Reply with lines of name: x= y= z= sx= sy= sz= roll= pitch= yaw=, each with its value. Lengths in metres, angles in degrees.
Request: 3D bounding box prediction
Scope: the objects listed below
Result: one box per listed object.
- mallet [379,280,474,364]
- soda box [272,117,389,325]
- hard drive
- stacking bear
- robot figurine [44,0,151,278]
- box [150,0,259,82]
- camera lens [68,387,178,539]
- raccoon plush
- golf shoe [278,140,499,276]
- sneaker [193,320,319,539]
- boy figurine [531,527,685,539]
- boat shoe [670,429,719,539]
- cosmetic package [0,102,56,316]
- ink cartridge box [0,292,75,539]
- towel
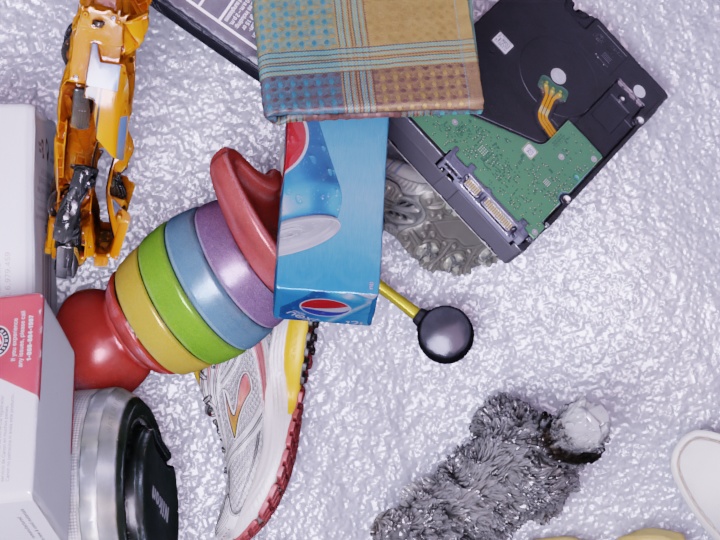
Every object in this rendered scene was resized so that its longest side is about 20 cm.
mallet: x=0.000 y=0.000 z=1.573 sx=0.200 sy=0.066 sz=0.041 roll=37 pitch=87 yaw=-2
soda box: x=-0.017 y=-0.070 z=1.425 sx=0.067 sy=0.064 sz=0.201 roll=4 pitch=70 yaw=-2
hard drive: x=0.116 y=-0.114 z=1.545 sx=0.140 sy=0.038 sz=0.200 roll=46 pitch=53 yaw=-2
stacking bear: x=-0.130 y=0.021 z=1.510 sx=0.199 sy=0.121 sz=0.114 roll=-32 pitch=70 yaw=16
robot figurine: x=-0.177 y=-0.093 z=1.469 sx=0.058 sy=0.145 sz=0.201 roll=6 pitch=113 yaw=-5
box: x=-0.033 y=-0.227 z=1.544 sx=0.198 sy=0.123 sz=0.200 roll=35 pitch=90 yaw=-1
camera lens: x=-0.231 y=0.165 z=1.475 sx=0.199 sy=0.160 sz=0.161 roll=-5 pitch=90 yaw=8
raccoon plush: x=0.082 y=0.148 z=1.519 sx=0.134 sy=0.200 sz=0.097 roll=-37 pitch=74 yaw=-23
golf shoe: x=0.029 y=-0.058 z=1.556 sx=0.199 sy=0.097 sz=0.078 roll=14 pitch=120 yaw=-39
sneaker: x=-0.082 y=0.099 z=1.571 sx=0.082 sy=0.078 sz=0.201 roll=8 pitch=81 yaw=4
boy figurine: x=0.153 y=0.251 z=1.582 sx=0.199 sy=0.064 sz=0.125 roll=-24 pitch=88 yaw=0
boat shoe: x=0.313 y=0.182 z=1.588 sx=0.199 sy=0.062 sz=0.075 roll=32 pitch=104 yaw=6
cosmetic package: x=-0.316 y=-0.028 z=1.507 sx=0.199 sy=0.167 sz=0.167 roll=0 pitch=89 yaw=-4
ink cartridge box: x=-0.288 y=0.105 z=1.377 sx=0.199 sy=0.083 sz=0.147 roll=-6 pitch=58 yaw=7
towel: x=0.000 y=-0.181 z=1.423 sx=0.146 sy=0.022 sz=0.201 roll=-3 pitch=58 yaw=-5
